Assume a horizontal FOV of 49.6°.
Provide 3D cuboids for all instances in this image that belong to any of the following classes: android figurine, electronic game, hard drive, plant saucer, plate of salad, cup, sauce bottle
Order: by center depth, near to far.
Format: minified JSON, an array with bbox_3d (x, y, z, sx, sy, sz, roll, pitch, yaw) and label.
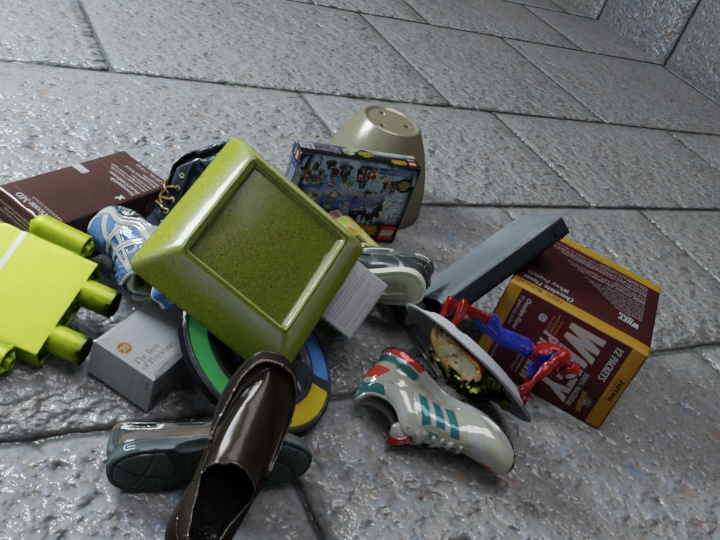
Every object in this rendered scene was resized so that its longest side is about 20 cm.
[{"bbox_3d":[-0.363,0.020,0.824,0.198,0.041,0.184,26,56,1],"label":"android figurine"},{"bbox_3d":[-0.105,-0.022,0.829,0.199,0.048,0.201,40,61,-12],"label":"plant saucer"},{"bbox_3d":[-0.112,0.090,0.857,0.199,0.042,0.202,32,35,-26],"label":"electronic game"},{"bbox_3d":[0.120,0.117,0.925,0.200,0.048,0.200,43,-7,7],"label":"plate of salad"},{"bbox_3d":[0.172,-0.007,1.061,0.033,0.199,0.139,56,-8,-9],"label":"hard drive"},{"bbox_3d":[0.014,-0.005,1.096,0.064,0.065,0.200,-16,50,-44],"label":"sauce bottle"},{"bbox_3d":[0.028,-0.186,1.291,0.197,0.145,0.202,15,34,-10],"label":"cup"}]

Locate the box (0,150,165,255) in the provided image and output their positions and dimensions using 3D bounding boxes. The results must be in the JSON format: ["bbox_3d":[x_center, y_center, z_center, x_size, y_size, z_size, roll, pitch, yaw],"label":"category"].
[{"bbox_3d":[-0.347,-0.079,0.986,0.100,0.076,0.199,34,37,18],"label":"box"}]

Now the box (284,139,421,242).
[{"bbox_3d":[-0.021,-0.114,1.165,0.197,0.138,0.040,3,37,-26],"label":"box"}]

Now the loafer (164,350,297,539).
[{"bbox_3d":[-0.104,0.167,0.689,0.072,0.071,0.203,26,72,-14],"label":"loafer"}]

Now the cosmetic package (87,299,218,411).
[{"bbox_3d":[-0.207,0.068,0.879,0.082,0.051,0.200,28,33,11],"label":"cosmetic package"}]

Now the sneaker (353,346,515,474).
[{"bbox_3d":[0.078,0.180,0.887,0.199,0.071,0.093,38,59,14],"label":"sneaker"}]

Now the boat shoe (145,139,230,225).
[{"bbox_3d":[-0.232,-0.088,0.980,0.198,0.092,0.071,-29,31,-14],"label":"boat shoe"}]

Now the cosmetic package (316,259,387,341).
[{"bbox_3d":[-0.075,-0.008,0.943,0.199,0.108,0.085,38,77,-5],"label":"cosmetic package"}]

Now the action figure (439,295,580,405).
[{"bbox_3d":[0.183,0.114,0.960,0.198,0.100,0.065,22,-1,-17],"label":"action figure"}]

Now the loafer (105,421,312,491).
[{"bbox_3d":[-0.145,0.168,0.758,0.197,0.073,0.063,4,31,-22],"label":"loafer"}]

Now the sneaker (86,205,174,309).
[{"bbox_3d":[-0.255,-0.016,0.875,0.198,0.076,0.077,16,62,39],"label":"sneaker"}]

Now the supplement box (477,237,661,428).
[{"bbox_3d":[0.291,0.071,1.088,0.195,0.134,0.200,29,33,10],"label":"supplement box"}]

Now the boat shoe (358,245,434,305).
[{"bbox_3d":[0.000,0.000,1.037,0.197,0.073,0.068,6,41,21],"label":"boat shoe"}]
